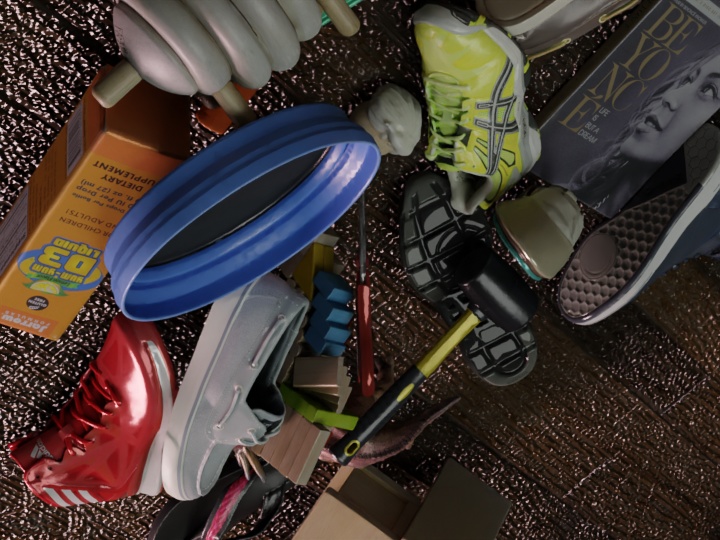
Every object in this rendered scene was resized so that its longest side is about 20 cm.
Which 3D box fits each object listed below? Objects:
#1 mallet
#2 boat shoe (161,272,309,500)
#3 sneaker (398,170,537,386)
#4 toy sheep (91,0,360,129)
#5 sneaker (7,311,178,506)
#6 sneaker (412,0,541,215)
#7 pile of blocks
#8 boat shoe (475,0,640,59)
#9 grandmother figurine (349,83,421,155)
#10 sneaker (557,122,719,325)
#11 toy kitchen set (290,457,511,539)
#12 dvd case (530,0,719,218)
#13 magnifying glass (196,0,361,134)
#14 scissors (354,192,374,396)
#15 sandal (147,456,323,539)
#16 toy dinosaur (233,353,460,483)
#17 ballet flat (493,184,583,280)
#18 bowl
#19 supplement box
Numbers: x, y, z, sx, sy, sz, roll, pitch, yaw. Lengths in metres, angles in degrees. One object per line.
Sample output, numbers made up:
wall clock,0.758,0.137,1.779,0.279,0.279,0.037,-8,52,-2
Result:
mallet,0.045,0.064,1.539,0.200,0.041,0.066,-40,115,-4
boat shoe,-0.089,0.094,1.484,0.070,0.071,0.202,-34,148,-60
sneaker,0.074,0.002,1.599,0.075,0.079,0.201,-26,121,-1
toy sheep,-0.086,-0.169,1.263,0.200,0.138,0.138,-45,142,-11
sneaker,-0.203,0.115,1.519,0.115,0.078,0.201,-16,137,-22
sneaker,0.080,-0.114,1.459,0.077,0.075,0.200,-57,145,-22
pile of blocks,-0.024,0.062,1.524,0.062,0.082,0.202,14,80,-46
boat shoe,0.178,-0.216,1.443,0.199,0.072,0.060,-30,147,2
grandmother figurine,-0.042,-0.069,1.459,0.199,0.061,0.121,-33,169,-5
sneaker,0.271,-0.014,1.706,0.202,0.077,0.146,-48,136,15
toy kitchen set,0.033,0.275,1.789,0.181,0.199,0.163,-56,177,26
dvd case,0.224,-0.137,1.596,0.200,0.016,0.148,-47,139,16
magnifying glass,-0.043,-0.174,1.373,0.079,0.022,0.200,21,117,-45
scissors,0.000,0.000,1.492,0.014,0.073,0.201,-3,113,0
sandal,-0.095,0.192,1.694,0.200,0.045,0.075,-36,142,3
toy dinosaur,-0.028,0.121,1.588,0.136,0.199,0.086,-39,136,-65
ballet flat,0.138,-0.037,1.538,0.069,0.070,0.200,-37,-176,5
bowl,-0.080,-0.039,1.328,0.200,0.039,0.201,-32,166,-9
supplement box,-0.185,-0.041,1.342,0.066,0.069,0.200,18,134,-26
